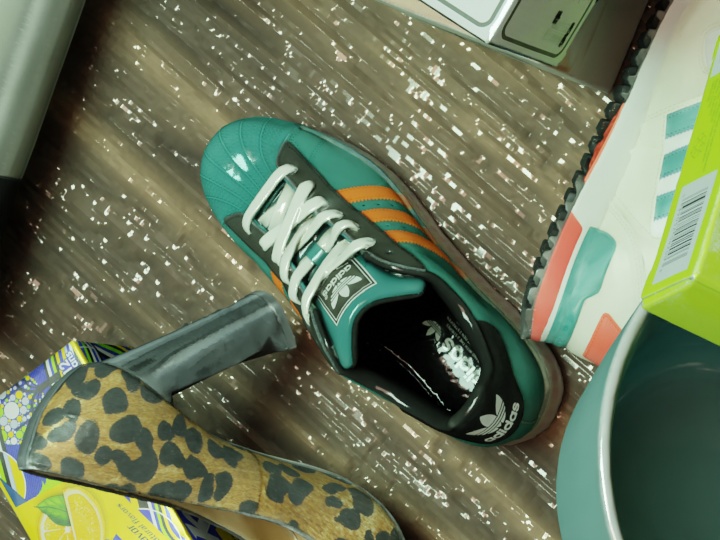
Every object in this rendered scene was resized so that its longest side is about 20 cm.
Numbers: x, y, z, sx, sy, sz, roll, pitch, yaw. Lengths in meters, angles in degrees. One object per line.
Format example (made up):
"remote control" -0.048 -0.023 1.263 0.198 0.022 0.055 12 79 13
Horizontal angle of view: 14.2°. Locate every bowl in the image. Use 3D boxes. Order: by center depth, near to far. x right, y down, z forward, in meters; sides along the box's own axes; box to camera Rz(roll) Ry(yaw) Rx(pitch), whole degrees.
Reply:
"bowl" 0.157 0.089 1.142 0.105 0.201 0.201 -27 73 61

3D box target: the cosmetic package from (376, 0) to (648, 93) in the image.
"cosmetic package" 0.087 -0.188 1.221 0.103 0.087 0.200 23 94 26

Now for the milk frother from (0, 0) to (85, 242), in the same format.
"milk frother" -0.198 -0.069 1.253 0.200 0.180 0.188 24 96 51

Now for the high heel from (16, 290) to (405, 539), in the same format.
"high heel" -0.058 0.122 1.220 0.071 0.143 0.200 -23 92 54

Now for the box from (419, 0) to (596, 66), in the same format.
"box" 0.018 -0.178 1.108 0.200 0.060 0.117 37 102 27

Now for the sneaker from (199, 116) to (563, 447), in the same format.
"sneaker" 0.000 0.000 1.245 0.200 0.080 0.071 40 102 18

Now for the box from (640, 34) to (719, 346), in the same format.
"box" 0.214 -0.003 1.107 0.200 0.048 0.122 25 68 -17

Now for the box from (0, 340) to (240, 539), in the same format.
"box" -0.091 0.132 1.280 0.070 0.064 0.200 -36 76 15

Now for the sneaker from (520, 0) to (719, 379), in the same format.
"sneaker" 0.144 -0.045 1.213 0.093 0.070 0.200 26 93 1
